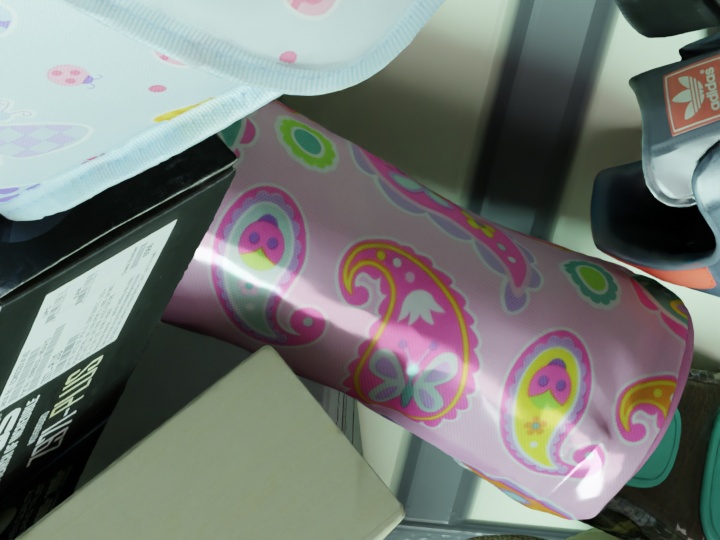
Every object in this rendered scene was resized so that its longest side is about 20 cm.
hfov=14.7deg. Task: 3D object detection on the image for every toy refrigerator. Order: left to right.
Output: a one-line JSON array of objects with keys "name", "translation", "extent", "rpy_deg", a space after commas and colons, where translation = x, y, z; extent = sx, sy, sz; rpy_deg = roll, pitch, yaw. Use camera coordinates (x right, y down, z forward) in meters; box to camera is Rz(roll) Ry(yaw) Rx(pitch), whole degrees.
[{"name": "toy refrigerator", "translation": [-0.089, 0.109, 0.784], "extent": [0.070, 0.200, 0.076], "rpy_deg": [50, 165, 6]}]

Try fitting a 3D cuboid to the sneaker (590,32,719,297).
[{"name": "sneaker", "translation": [0.126, -0.051, 0.778], "extent": [0.084, 0.075, 0.200], "rpy_deg": [9, 144, -16]}]

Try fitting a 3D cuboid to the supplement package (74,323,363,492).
[{"name": "supplement package", "translation": [-0.060, 0.094, 0.957], "extent": [0.117, 0.117, 0.200], "rpy_deg": [0, 144, 5]}]

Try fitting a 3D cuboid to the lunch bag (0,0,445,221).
[{"name": "lunch bag", "translation": [-0.071, -0.107, 0.567], "extent": [0.169, 0.127, 0.200], "rpy_deg": [28, 143, -36]}]

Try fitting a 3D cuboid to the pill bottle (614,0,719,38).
[{"name": "pill bottle", "translation": [0.153, -0.118, 0.652], "extent": [0.200, 0.112, 0.112], "rpy_deg": [-12, 142, 20]}]

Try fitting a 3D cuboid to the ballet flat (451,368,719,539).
[{"name": "ballet flat", "translation": [0.102, 0.064, 0.962], "extent": [0.200, 0.072, 0.072], "rpy_deg": [25, 139, -28]}]

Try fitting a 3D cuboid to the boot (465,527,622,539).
[{"name": "boot", "translation": [0.126, 0.157, 0.946], "extent": [0.073, 0.200, 0.155], "rpy_deg": [-52, 157, 12]}]

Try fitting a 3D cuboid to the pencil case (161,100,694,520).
[{"name": "pencil case", "translation": [0.000, 0.000, 0.830], "extent": [0.200, 0.088, 0.087], "rpy_deg": [27, 139, -15]}]

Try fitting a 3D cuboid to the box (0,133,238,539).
[{"name": "box", "translation": [-0.141, -0.014, 0.766], "extent": [0.164, 0.086, 0.200], "rpy_deg": [49, 143, 13]}]
